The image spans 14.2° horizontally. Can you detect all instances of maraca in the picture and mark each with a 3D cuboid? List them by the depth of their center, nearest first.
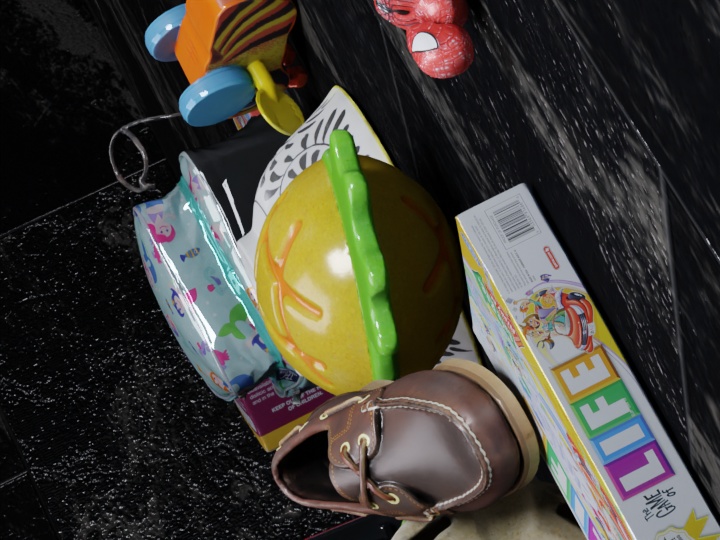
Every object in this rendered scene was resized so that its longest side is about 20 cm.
[{"bbox_3d":[0.000,0.000,1.472,0.200,0.107,0.137,100,155,-78],"label":"maraca"}]

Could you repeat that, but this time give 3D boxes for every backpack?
[{"bbox_3d":[-0.060,-0.001,1.907,0.178,0.150,0.200,63,179,5],"label":"backpack"}]

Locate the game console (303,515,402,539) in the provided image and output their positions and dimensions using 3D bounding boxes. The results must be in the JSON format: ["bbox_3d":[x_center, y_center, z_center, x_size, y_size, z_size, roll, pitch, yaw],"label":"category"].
[{"bbox_3d":[0.047,0.245,1.837,0.031,0.177,0.200,-20,88,46],"label":"game console"}]

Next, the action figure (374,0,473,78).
[{"bbox_3d":[-0.003,-0.147,1.171,0.200,0.052,0.065,57,168,37],"label":"action figure"}]

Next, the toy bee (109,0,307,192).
[{"bbox_3d":[-0.078,-0.135,1.761,0.200,0.109,0.131,-20,87,60],"label":"toy bee"}]

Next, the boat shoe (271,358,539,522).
[{"bbox_3d":[0.017,0.088,1.356,0.070,0.070,0.200,64,159,-2],"label":"boat shoe"}]

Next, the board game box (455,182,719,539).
[{"bbox_3d":[0.103,0.076,1.230,0.200,0.034,0.134,62,175,23],"label":"board game box"}]

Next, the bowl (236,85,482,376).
[{"bbox_3d":[-0.012,0.002,1.682,0.201,0.094,0.201,63,174,13],"label":"bowl"}]

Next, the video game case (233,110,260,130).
[{"bbox_3d":[-0.073,-0.094,2.223,0.200,0.017,0.143,67,174,-28],"label":"video game case"}]

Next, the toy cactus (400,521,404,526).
[{"bbox_3d":[0.103,0.227,1.765,0.165,0.102,0.200,5,120,62],"label":"toy cactus"}]

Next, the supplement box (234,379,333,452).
[{"bbox_3d":[-0.088,0.036,2.510,0.200,0.103,0.131,65,175,-18],"label":"supplement box"}]

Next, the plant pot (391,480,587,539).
[{"bbox_3d":[0.076,0.209,1.417,0.184,0.200,0.201,87,159,-48],"label":"plant pot"}]
